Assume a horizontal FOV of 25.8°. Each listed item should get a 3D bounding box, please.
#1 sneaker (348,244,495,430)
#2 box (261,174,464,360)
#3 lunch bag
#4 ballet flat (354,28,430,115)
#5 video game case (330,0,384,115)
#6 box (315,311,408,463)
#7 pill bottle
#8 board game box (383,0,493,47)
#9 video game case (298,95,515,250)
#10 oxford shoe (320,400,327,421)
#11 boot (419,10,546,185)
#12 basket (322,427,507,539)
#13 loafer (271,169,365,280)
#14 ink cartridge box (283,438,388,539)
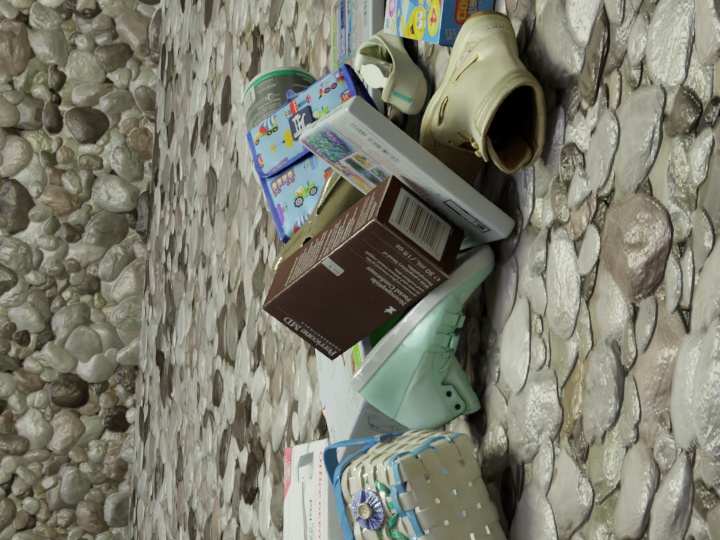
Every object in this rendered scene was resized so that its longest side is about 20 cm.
[{"bbox_3d":[0.094,0.075,1.568,0.201,0.118,0.074,-50,1,14],"label":"sneaker"},{"bbox_3d":[0.000,0.000,1.575,0.200,0.100,0.075,-37,23,44],"label":"box"},{"bbox_3d":[-0.040,-0.134,1.805,0.150,0.094,0.201,-36,55,17],"label":"lunch bag"},{"bbox_3d":[0.027,-0.238,1.829,0.200,0.069,0.070,-120,37,-62],"label":"ballet flat"},{"bbox_3d":[-0.004,-0.269,2.014,0.182,0.022,0.201,156,115,-71],"label":"video game case"},{"bbox_3d":[0.019,0.091,1.743,0.177,0.096,0.201,109,157,-44],"label":"box"},{"bbox_3d":[-0.095,-0.172,2.142,0.113,0.112,0.201,112,154,-47],"label":"pill bottle"},{"bbox_3d":[0.088,-0.341,1.659,0.196,0.056,0.201,-144,59,-71],"label":"board game box"},{"bbox_3d":[0.042,-0.091,1.565,0.024,0.200,0.182,-55,11,-13],"label":"video game case"},{"bbox_3d":[-0.005,0.118,1.909,0.074,0.071,0.200,-37,31,20],"label":"oxford shoe"},{"bbox_3d":[0.117,-0.127,1.500,0.156,0.072,0.201,-108,31,-53],"label":"boot"},{"bbox_3d":[0.040,0.238,1.531,0.200,0.139,0.177,-31,80,60],"label":"basket"},{"bbox_3d":[-0.019,-0.046,1.681,0.200,0.076,0.067,-57,25,13],"label":"loafer"},{"bbox_3d":[-0.031,0.280,1.901,0.200,0.084,0.147,153,118,-69],"label":"ink cartridge box"}]
